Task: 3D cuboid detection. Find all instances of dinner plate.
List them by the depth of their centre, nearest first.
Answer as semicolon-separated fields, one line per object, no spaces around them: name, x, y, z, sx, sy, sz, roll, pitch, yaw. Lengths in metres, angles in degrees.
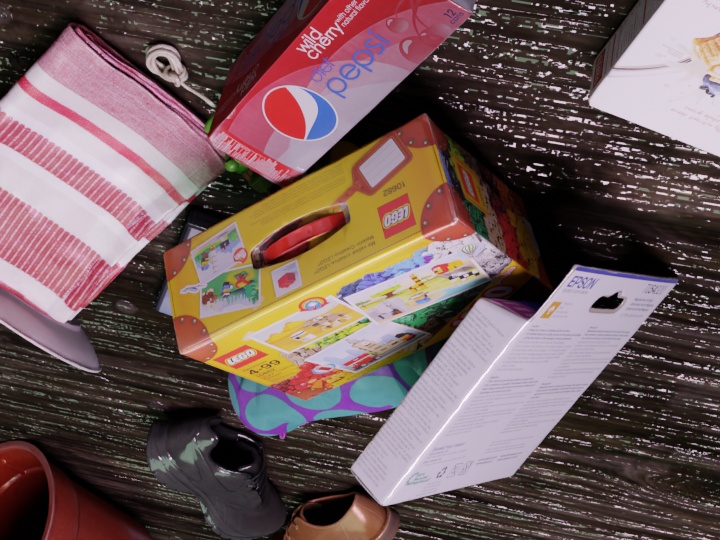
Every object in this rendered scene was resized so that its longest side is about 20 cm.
dinner plate;-0.278;0.012;0.948;0.200;0.024;0.200;38;178;1

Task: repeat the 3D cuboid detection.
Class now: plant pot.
plant pot;-0.344;0.318;1.356;0.200;0.202;0.195;-12;147;32

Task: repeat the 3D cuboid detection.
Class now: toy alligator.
toy alligator;-0.062;-0.075;0.800;0.199;0.054;0.059;30;142;-23

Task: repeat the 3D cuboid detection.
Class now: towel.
towel;-0.200;-0.057;0.831;0.200;0.023;0.144;-41;122;21

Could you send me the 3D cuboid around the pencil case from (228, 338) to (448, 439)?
pencil case;-0.003;0.077;0.937;0.199;0.085;0.093;-13;124;33

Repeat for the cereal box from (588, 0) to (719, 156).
cereal box;0.227;-0.131;0.629;0.143;0.040;0.200;20;145;-8

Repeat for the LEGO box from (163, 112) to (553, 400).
LEGO box;0.000;0.000;0.784;0.199;0.078;0.149;-26;152;22

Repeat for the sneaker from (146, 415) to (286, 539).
sneaker;-0.125;0.208;1.215;0.090;0.076;0.200;-18;139;25

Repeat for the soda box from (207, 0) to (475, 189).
soda box;-0.013;-0.129;0.690;0.063;0.070;0.200;28;143;-21

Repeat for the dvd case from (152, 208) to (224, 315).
dvd case;-0.058;0.026;0.974;0.199;0.018;0.143;20;146;-9

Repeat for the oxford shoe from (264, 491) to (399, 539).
oxford shoe;-0.054;0.275;1.290;0.200;0.072;0.071;-30;122;32

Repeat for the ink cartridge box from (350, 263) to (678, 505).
ink cartridge box;0.108;0.066;0.817;0.200;0.043;0.196;-54;153;17
